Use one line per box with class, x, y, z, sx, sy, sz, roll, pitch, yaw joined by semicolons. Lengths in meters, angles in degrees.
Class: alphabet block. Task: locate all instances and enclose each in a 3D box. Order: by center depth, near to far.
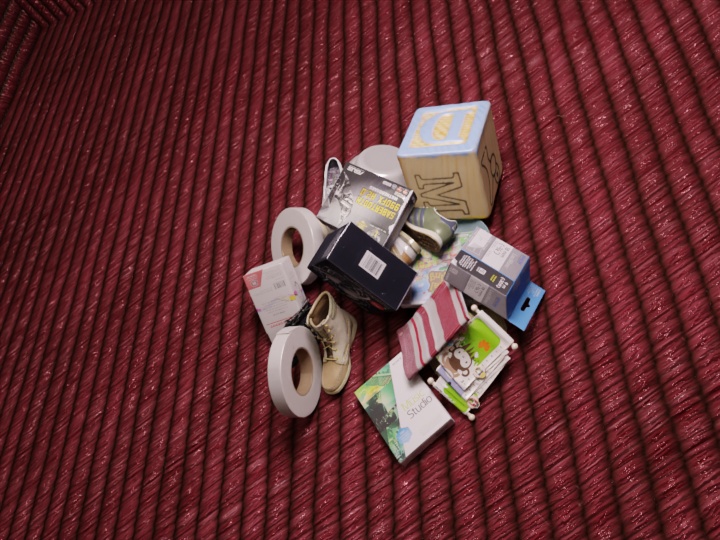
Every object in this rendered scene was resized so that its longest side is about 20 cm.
alphabet block;0.222;-0.261;1.447;0.192;0.202;0.198;3;48;28

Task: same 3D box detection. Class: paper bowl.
paper bowl;0.058;-0.247;1.560;0.195;0.106;0.204;1;47;-1

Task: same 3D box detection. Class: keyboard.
keyboard;-0.139;0.148;1.473;0.200;0.104;0.040;-43;11;-3

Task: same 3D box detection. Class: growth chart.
growth chart;0.228;0.187;1.246;0.143;0.018;0.202;34;96;8

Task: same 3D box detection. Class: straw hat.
straw hat;0.220;0.138;1.303;0.197;0.085;0.205;-12;57;19

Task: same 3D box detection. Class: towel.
towel;0.151;0.122;1.297;0.201;0.022;0.145;-50;28;27

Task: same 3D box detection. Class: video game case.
video game case;0.194;-0.003;1.393;0.196;0.022;0.186;-4;60;25

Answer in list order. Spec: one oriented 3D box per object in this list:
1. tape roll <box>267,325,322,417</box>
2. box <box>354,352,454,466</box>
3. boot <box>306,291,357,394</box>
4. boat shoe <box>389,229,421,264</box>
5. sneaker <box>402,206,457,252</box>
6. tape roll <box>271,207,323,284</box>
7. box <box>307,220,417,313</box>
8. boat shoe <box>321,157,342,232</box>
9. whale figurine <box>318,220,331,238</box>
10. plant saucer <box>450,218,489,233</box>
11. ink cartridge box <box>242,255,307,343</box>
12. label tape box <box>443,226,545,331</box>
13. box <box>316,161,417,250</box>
tape roll;-0.145;0.229;1.362;0.036;0.203;0.207;-6;58;23
box;0.092;0.297;1.306;0.144;0.036;0.201;-40;50;0
boot;-0.074;0.168;1.391;0.071;0.155;0.204;0;61;26
boat shoe;0.064;-0.076;1.458;0.069;0.075;0.200;-47;41;-2
sneaker;0.150;-0.118;1.441;0.089;0.068;0.199;-38;45;-17
tape roll;-0.167;-0.062;1.574;0.201;0.036;0.208;9;101;49
box;0.000;0.000;1.385;0.105;0.198;0.182;-57;12;-15
boat shoe;-0.065;-0.195;1.528;0.070;0.069;0.204;1;63;6
whale figurine;-0.025;-0.092;1.574;0.198;0.104;0.160;34;70;14
plant saucer;0.221;-0.042;1.441;0.197;0.039;0.205;-12;57;19
ink cartridge box;-0.202;0.081;1.525;0.114;0.204;0.068;-17;13;16
label tape box;0.296;0.012;1.277;0.198;0.064;0.144;32;49;14
box;0.014;-0.149;1.428;0.198;0.048;0.160;27;82;25
